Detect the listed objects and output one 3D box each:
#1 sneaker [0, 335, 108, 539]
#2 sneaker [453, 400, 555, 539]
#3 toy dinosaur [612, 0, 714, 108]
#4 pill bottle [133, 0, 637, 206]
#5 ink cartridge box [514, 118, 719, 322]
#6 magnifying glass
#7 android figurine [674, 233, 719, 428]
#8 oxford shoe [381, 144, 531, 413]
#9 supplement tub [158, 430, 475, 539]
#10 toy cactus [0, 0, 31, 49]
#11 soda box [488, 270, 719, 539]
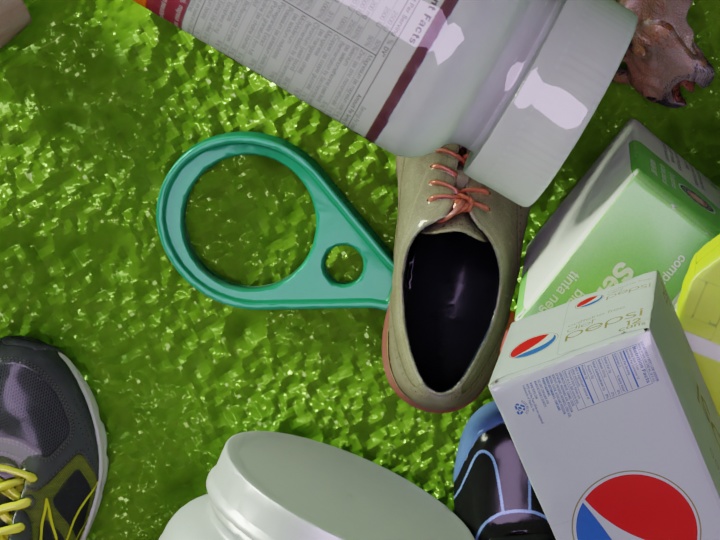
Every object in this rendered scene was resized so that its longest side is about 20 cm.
[{"bbox_3d":[-0.163,0.132,1.002,0.074,0.085,0.202,6,101,3],"label":"sneaker"},{"bbox_3d":[0.081,0.163,0.988,0.070,0.078,0.202,-8,100,7],"label":"sneaker"},{"bbox_3d":[0.110,-0.178,0.928,0.085,0.135,0.201,-5,76,-34],"label":"toy dinosaur"},{"bbox_3d":[0.005,-0.115,0.875,0.199,0.110,0.110,30,102,-2],"label":"pill bottle"},{"bbox_3d":[0.169,0.036,0.922,0.200,0.146,0.084,38,103,-2],"label":"ink cartridge box"},{"bbox_3d":[0.000,0.000,0.997,0.199,0.022,0.080,25,101,2],"label":"magnifying glass"},{"bbox_3d":[0.167,0.063,0.831,0.181,0.041,0.201,19,109,4],"label":"android figurine"},{"bbox_3d":[0.048,-0.037,0.946,0.070,0.075,0.202,2,88,-2],"label":"oxford shoe"},{"bbox_3d":[-0.041,0.189,0.971,0.145,0.145,0.201,23,101,1],"label":"supplement tub"},{"bbox_3d":[-0.225,-0.080,0.978,0.164,0.102,0.201,-32,94,-9],"label":"toy cactus"},{"bbox_3d":[0.117,0.108,0.798,0.063,0.068,0.201,-20,104,16],"label":"soda box"}]
